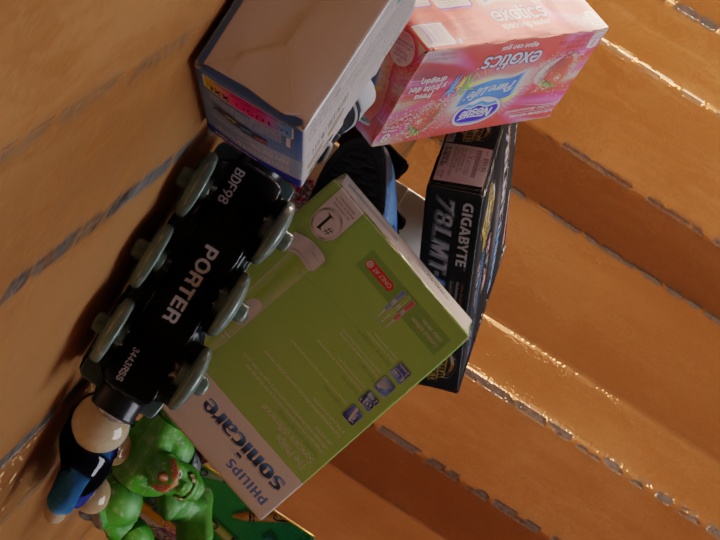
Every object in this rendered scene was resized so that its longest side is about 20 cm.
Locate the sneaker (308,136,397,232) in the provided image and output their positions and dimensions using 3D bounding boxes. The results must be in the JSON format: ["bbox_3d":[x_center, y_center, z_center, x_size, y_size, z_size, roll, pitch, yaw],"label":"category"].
[{"bbox_3d":[0.000,0.000,1.463,0.078,0.065,0.202,-6,102,-62],"label":"sneaker"}]

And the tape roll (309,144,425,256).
[{"bbox_3d":[0.000,-0.013,1.762,0.140,0.202,0.203,-58,178,0],"label":"tape roll"}]

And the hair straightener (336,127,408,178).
[{"bbox_3d":[-0.004,-0.098,1.618,0.041,0.077,0.200,-38,-158,-8],"label":"hair straightener"}]

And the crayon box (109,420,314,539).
[{"bbox_3d":[-0.141,0.205,1.652,0.058,0.199,0.119,-57,177,-19],"label":"crayon box"}]

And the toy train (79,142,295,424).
[{"bbox_3d":[-0.111,0.006,1.250,0.201,0.085,0.114,-60,-170,-3],"label":"toy train"}]

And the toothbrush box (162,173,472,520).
[{"bbox_3d":[-0.041,0.052,1.383,0.200,0.146,0.086,-42,-179,7],"label":"toothbrush box"}]

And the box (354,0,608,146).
[{"bbox_3d":[0.069,-0.168,1.421,0.199,0.103,0.095,-14,148,-43],"label":"box"}]

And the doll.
[{"bbox_3d":[-0.188,0.118,1.385,0.200,0.048,0.137,120,-8,-74],"label":"doll"}]

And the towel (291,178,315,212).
[{"bbox_3d":[-0.104,-0.010,1.450,0.146,0.030,0.200,-42,-179,14],"label":"towel"}]

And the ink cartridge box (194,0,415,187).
[{"bbox_3d":[-0.028,-0.132,1.141,0.137,0.076,0.200,-57,176,-8],"label":"ink cartridge box"}]

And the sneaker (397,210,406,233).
[{"bbox_3d":[-0.027,-0.025,1.530,0.100,0.070,0.200,-66,160,8],"label":"sneaker"}]

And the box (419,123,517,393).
[{"bbox_3d":[0.086,-0.042,1.549,0.199,0.049,0.201,-66,165,-50],"label":"box"}]

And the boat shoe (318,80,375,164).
[{"bbox_3d":[-0.045,-0.102,1.335,0.068,0.072,0.200,-56,-174,-17],"label":"boat shoe"}]

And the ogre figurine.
[{"bbox_3d":[-0.142,0.156,1.530,0.200,0.120,0.098,-41,-134,18],"label":"ogre figurine"}]
